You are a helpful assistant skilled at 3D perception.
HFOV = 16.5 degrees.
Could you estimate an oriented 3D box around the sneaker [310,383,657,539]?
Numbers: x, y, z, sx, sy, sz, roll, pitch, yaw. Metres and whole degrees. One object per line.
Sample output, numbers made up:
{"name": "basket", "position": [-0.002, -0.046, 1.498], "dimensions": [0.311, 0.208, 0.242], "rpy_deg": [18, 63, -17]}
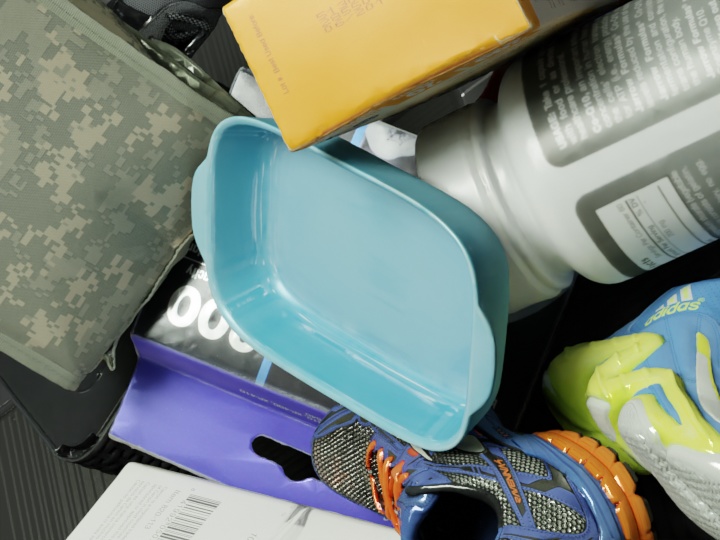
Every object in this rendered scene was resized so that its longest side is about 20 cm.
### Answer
{"name": "sneaker", "position": [0.038, 0.098, 1.114], "dimensions": [0.200, 0.078, 0.076], "rpy_deg": [11, 121, 51]}

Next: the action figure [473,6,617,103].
{"name": "action figure", "position": [0.119, -0.161, 1.232], "dimensions": [0.065, 0.052, 0.201], "rpy_deg": [27, 99, 40]}

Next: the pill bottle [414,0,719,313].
{"name": "pill bottle", "position": [0.133, -0.064, 1.112], "dimensions": [0.200, 0.114, 0.114], "rpy_deg": [-25, 58, 19]}

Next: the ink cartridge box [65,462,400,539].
{"name": "ink cartridge box", "position": [-0.065, 0.186, 1.188], "dimensions": [0.200, 0.083, 0.147], "rpy_deg": [10, 47, 36]}

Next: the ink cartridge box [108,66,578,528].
{"name": "ink cartridge box", "position": [-0.006, 0.026, 1.216], "dimensions": [0.198, 0.043, 0.201], "rpy_deg": [21, 90, 11]}

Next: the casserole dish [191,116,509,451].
{"name": "casserole dish", "position": [0.000, 0.000, 1.117], "dimensions": [0.200, 0.039, 0.121], "rpy_deg": [28, 127, 38]}

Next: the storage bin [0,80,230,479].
{"name": "storage bin", "position": [-0.101, 0.005, 1.343], "dimensions": [0.200, 0.094, 0.135], "rpy_deg": [-57, 46, 12]}

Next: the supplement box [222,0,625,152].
{"name": "supplement box", "position": [0.038, -0.122, 1.124], "dimensions": [0.126, 0.200, 0.074], "rpy_deg": [-26, 91, 23]}

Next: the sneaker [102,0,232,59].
{"name": "sneaker", "position": [-0.111, -0.097, 1.278], "dimensions": [0.200, 0.075, 0.114], "rpy_deg": [-32, 61, 31]}

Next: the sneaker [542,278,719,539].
{"name": "sneaker", "position": [0.156, 0.049, 1.072], "dimensions": [0.105, 0.076, 0.200], "rpy_deg": [-42, 27, -8]}

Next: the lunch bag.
{"name": "lunch bag", "position": [-0.166, -0.059, 1.190], "dimensions": [0.164, 0.200, 0.118], "rpy_deg": [-53, 11, 6]}
